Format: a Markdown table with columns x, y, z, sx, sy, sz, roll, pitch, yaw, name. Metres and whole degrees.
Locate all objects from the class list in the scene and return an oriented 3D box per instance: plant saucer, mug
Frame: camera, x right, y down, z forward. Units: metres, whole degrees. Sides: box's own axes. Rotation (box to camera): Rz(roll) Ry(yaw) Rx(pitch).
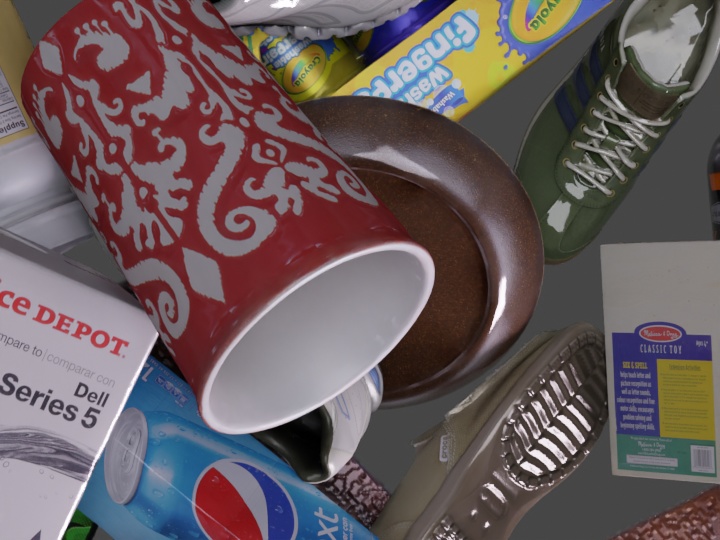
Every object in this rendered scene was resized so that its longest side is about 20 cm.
| x | y | z | sx | sy | sz | roll | pitch | yaw | name |
| --- | --- | --- | --- | --- | --- | --- | --- | --- | --- |
| 0.000 | 0.000 | 1.348 | 0.199 | 0.032 | 0.201 | 4 | 122 | 6 | plant saucer |
| -0.068 | -0.031 | 1.230 | 0.133 | 0.178 | 0.200 | -37 | 66 | 1 | mug |

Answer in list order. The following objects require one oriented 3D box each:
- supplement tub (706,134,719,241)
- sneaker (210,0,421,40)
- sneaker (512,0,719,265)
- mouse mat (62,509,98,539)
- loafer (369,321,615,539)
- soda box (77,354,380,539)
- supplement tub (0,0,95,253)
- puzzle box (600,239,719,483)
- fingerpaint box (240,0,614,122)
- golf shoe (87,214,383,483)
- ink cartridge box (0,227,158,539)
| x | y | z | sx | sy | sz | roll | pitch | yaw | name |
| --- | --- | --- | --- | --- | --- | --- | --- | --- | --- |
| 0.258 | -0.010 | 1.383 | 0.122 | 0.123 | 0.202 | -5 | 89 | -6 | supplement tub |
| -0.043 | -0.159 | 1.303 | 0.199 | 0.081 | 0.076 | -12 | 87 | -3 | sneaker |
| 0.147 | -0.096 | 1.388 | 0.067 | 0.090 | 0.201 | 31 | 86 | -5 | sneaker |
| -0.228 | 0.087 | 1.355 | 0.199 | 0.008 | 0.162 | 23 | 70 | 2 | mouse mat |
| 0.067 | 0.104 | 1.387 | 0.200 | 0.068 | 0.076 | -49 | 129 | -19 | loafer |
| -0.071 | 0.134 | 1.314 | 0.200 | 0.068 | 0.064 | 38 | 44 | 0 | soda box |
| -0.237 | -0.085 | 1.321 | 0.145 | 0.145 | 0.201 | -25 | 91 | -6 | supplement tub |
| 0.211 | 0.048 | 1.331 | 0.025 | 0.199 | 0.134 | -5 | 94 | -41 | puzzle box |
| 0.012 | -0.156 | 1.384 | 0.200 | 0.073 | 0.167 | -36 | 93 | -5 | fingerpaint box |
| -0.067 | 0.029 | 1.299 | 0.200 | 0.097 | 0.078 | 42 | 119 | -17 | golf shoe |
| -0.210 | 0.077 | 1.221 | 0.145 | 0.084 | 0.201 | 25 | 92 | -32 | ink cartridge box |
